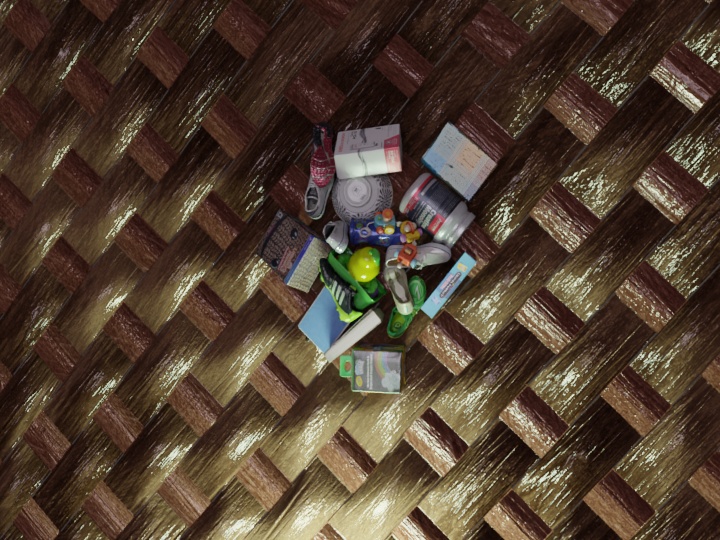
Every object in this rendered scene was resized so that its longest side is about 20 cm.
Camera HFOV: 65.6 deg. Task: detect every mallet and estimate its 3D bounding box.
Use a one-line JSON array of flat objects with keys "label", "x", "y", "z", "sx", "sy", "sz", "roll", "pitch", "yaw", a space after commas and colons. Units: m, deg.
[{"label": "mallet", "x": -0.084, "y": 0.181, "z": 1.747, "sx": 0.198, "sy": 0.041, "sz": 0.067, "roll": -37, "pitch": 68, "yaw": 13}]

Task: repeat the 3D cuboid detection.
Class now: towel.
[{"label": "towel", "x": 0.295, "y": -0.326, "z": 1.681, "sx": 0.199, "sy": 0.022, "sz": 0.148, "roll": 41, "pitch": 98, "yaw": 6}]

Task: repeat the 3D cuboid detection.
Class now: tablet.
[{"label": "tablet", "x": -0.103, "y": 0.149, "z": 1.706, "sx": 0.130, "sy": 0.014, "sz": 0.201, "roll": 43, "pitch": 121, "yaw": 11}]

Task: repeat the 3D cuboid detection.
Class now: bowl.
[{"label": "bowl", "x": -0.003, "y": -0.235, "z": 1.700, "sx": 0.194, "sy": 0.094, "sz": 0.208, "roll": 0, "pitch": 91, "yaw": 11}]

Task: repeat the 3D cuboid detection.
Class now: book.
[{"label": "book", "x": -0.015, "y": 0.194, "z": 1.688, "sx": 0.199, "sy": 0.133, "sz": 0.048, "roll": -42, "pitch": 84, "yaw": 7}]

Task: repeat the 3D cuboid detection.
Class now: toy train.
[{"label": "toy train", "x": 0.099, "y": -0.103, "z": 1.595, "sx": 0.198, "sy": 0.056, "sz": 0.150, "roll": 34, "pitch": 58, "yaw": 18}]

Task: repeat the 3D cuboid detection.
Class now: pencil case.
[{"label": "pencil case", "x": 0.060, "y": -0.108, "z": 1.683, "sx": 0.193, "sy": 0.087, "sz": 0.080, "roll": 7, "pitch": 62, "yaw": -1}]

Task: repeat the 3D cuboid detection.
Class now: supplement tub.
[{"label": "supplement tub", "x": 0.224, "y": -0.173, "z": 1.634, "sx": 0.199, "sy": 0.140, "sz": 0.141, "roll": 40, "pitch": 97, "yaw": 8}]

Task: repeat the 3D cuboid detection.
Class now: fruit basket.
[{"label": "fruit basket", "x": 0.000, "y": 0.000, "z": 1.669, "sx": 0.209, "sy": 0.155, "sz": 0.223, "roll": 5, "pitch": 103, "yaw": 20}]

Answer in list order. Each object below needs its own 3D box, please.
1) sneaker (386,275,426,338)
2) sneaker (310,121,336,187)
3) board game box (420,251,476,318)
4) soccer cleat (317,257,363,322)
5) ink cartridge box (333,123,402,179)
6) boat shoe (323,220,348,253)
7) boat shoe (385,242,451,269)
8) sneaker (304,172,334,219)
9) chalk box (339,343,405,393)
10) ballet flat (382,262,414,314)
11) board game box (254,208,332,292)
[{"label": "sneaker", "x": 0.140, "y": 0.115, "z": 1.682, "sx": 0.073, "sy": 0.083, "sz": 0.204, "roll": 26, "pitch": 95, "yaw": 9}, {"label": "sneaker", "x": -0.111, "y": -0.343, "z": 1.691, "sx": 0.078, "sy": 0.075, "sz": 0.206, "roll": 4, "pitch": 70, "yaw": -5}, {"label": "board game box", "x": 0.257, "y": 0.040, "z": 1.626, "sx": 0.047, "sy": 0.151, "sz": 0.202, "roll": 38, "pitch": 97, "yaw": 7}, {"label": "soccer cleat", "x": -0.057, "y": 0.049, "z": 1.617, "sx": 0.079, "sy": 0.067, "sz": 0.204, "roll": -24, "pitch": 94, "yaw": 18}, {"label": "ink cartridge box", "x": 0.025, "y": -0.353, "z": 1.658, "sx": 0.193, "sy": 0.149, "sz": 0.084, "roll": -5, "pitch": 130, "yaw": 9}, {"label": "boat shoe", "x": -0.077, "y": -0.118, "z": 1.659, "sx": 0.066, "sy": 0.200, "sz": 0.074, "roll": 36, "pitch": 98, "yaw": -19}, {"label": "boat shoe", "x": 0.166, "y": -0.033, "z": 1.626, "sx": 0.194, "sy": 0.072, "sz": 0.071, "roll": 2, "pitch": 46, "yaw": 15}, {"label": "sneaker", "x": -0.132, "y": -0.265, "z": 1.729, "sx": 0.074, "sy": 0.080, "sz": 0.207, "roll": 6, "pitch": 85, "yaw": 15}, {"label": "chalk box", "x": 0.035, "y": 0.291, "z": 1.686, "sx": 0.193, "sy": 0.124, "sz": 0.129, "roll": 2, "pitch": 92, "yaw": 11}, {"label": "ballet flat", "x": 0.109, "y": 0.035, "z": 1.653, "sx": 0.068, "sy": 0.070, "sz": 0.203, "roll": -29, "pitch": 55, "yaw": 10}, {"label": "board game box", "x": -0.204, "y": -0.062, "z": 1.695, "sx": 0.199, "sy": 0.096, "sz": 0.162, "roll": 37, "pitch": 98, "yaw": 39}]
